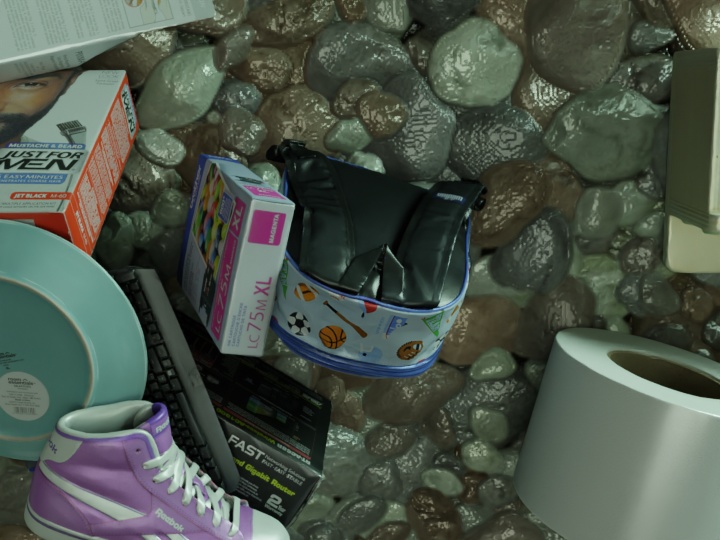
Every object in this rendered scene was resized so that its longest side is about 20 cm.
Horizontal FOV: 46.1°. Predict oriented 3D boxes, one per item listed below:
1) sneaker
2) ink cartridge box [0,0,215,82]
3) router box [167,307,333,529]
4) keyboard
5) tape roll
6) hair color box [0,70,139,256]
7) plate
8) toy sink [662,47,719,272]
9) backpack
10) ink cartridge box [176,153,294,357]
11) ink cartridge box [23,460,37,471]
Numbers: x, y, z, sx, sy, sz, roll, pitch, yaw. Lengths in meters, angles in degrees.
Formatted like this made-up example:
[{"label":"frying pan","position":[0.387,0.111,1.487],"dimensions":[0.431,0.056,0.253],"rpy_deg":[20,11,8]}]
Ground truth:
[{"label":"sneaker","position":[-0.134,0.160,0.619],"dimensions":[0.200,0.073,0.115],"rpy_deg":[18,108,-17]},{"label":"ink cartridge box","position":[-0.241,-0.260,0.711],"dimensions":[0.199,0.057,0.163],"rpy_deg":[-16,91,-17]},{"label":"router box","position":[-0.124,0.122,0.746],"dimensions":[0.200,0.150,0.062],"rpy_deg":[32,103,-6]},{"label":"keyboard","position":[-0.183,0.101,0.654],"dimensions":[0.127,0.021,0.201],"rpy_deg":[-18,103,7]},{"label":"tape roll","position":[0.245,0.149,0.723],"dimensions":[0.202,0.203,0.140],"rpy_deg":[14,102,-3]},{"label":"hair color box","position":[-0.256,-0.085,0.675],"dimensions":[0.110,0.200,0.064],"rpy_deg":[-1,131,1]},{"label":"plate","position":[-0.255,0.061,0.613],"dimensions":[0.199,0.026,0.201],"rpy_deg":[2,113,4]},{"label":"toy sink","position":[0.341,-0.086,0.715],"dimensions":[0.130,0.112,0.201],"rpy_deg":[0,103,1]},{"label":"backpack","position":[0.000,0.000,0.698],"dimensions":[0.199,0.191,0.155],"rpy_deg":[12,119,-2]},{"label":"ink cartridge box","position":[-0.111,-0.023,0.691],"dimensions":[0.042,0.200,0.120],"rpy_deg":[8,105,-24]},{"label":"ink cartridge box","position":[-0.291,0.117,0.805],"dimensions":[0.099,0.039,0.201],"rpy_deg":[-21,102,4]}]
